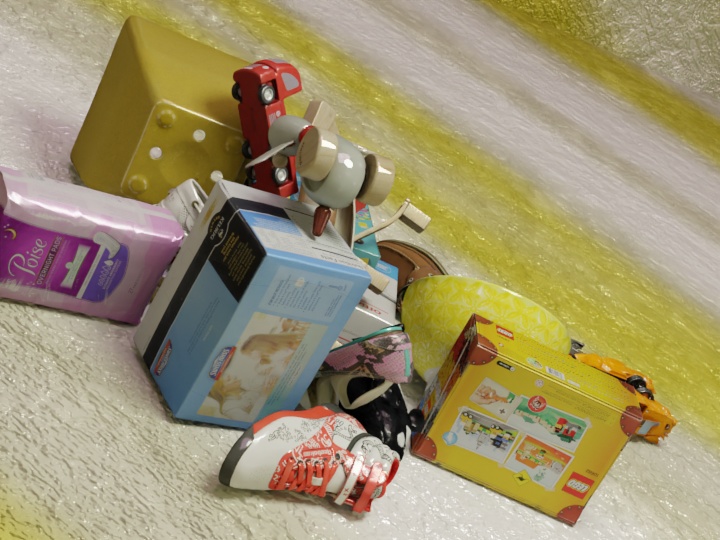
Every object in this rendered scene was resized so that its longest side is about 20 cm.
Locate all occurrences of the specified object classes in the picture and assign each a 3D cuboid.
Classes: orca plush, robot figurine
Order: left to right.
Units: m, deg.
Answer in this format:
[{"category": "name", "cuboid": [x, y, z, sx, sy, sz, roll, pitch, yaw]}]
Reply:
[{"category": "orca plush", "cuboid": [0.025, 0.116, 1.608, 0.105, 0.071, 0.200, 16, 40, 3]}, {"category": "robot figurine", "cuboid": [0.291, 0.147, 1.922, 0.200, 0.058, 0.145, 20, 24, -22]}]

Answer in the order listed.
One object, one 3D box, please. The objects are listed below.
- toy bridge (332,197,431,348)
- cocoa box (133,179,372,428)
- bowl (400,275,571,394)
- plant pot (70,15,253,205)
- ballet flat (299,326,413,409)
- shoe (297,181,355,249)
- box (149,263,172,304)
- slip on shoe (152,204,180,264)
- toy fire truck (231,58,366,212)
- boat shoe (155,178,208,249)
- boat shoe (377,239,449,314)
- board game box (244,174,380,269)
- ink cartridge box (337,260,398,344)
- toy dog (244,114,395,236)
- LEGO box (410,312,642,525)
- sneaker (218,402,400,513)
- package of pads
[{"category": "toy bridge", "cuboid": [0.000, 0.000, 1.701, 0.067, 0.200, 0.027, 35, -16, -4]}, {"category": "cocoa box", "cuboid": [-0.108, 0.038, 1.506, 0.133, 0.200, 0.131, 13, 27, -38]}, {"category": "bowl", "cuboid": [0.126, 0.101, 1.734, 0.200, 0.200, 0.108, 26, 66, -7]}, {"category": "plant pot", "cuboid": [-0.207, -0.147, 1.760, 0.194, 0.196, 0.200, 21, 16, -18]}, {"category": "ballet flat", "cuboid": [-0.025, 0.107, 1.564, 0.069, 0.200, 0.071, 0, 79, -46]}, {"category": "shoe", "cuboid": [-0.040, -0.038, 1.649, 0.053, 0.200, 0.070, 0, -13, 34]}, {"category": "box", "cuboid": [-0.208, 0.016, 1.648, 0.200, 0.041, 0.039, 26, 23, -9]}, {"category": "slip on shoe", "cuboid": [-0.170, -0.002, 1.705, 0.200, 0.061, 0.074, 31, 40, -26]}, {"category": "toy fire truck", "cuboid": [-0.064, -0.144, 1.699, 0.049, 0.200, 0.141, 11, 29, 41]}, {"category": "boat shoe", "cuboid": [-0.127, -0.016, 1.639, 0.200, 0.069, 0.071, 42, 17, -14]}, {"category": "boat shoe", "cuboid": [0.077, 0.028, 1.906, 0.200, 0.072, 0.068, 38, 24, 24]}, {"category": "board game box", "cuboid": [-0.063, -0.064, 1.805, 0.151, 0.047, 0.200, 18, 24, -14]}, {"category": "ink cartridge box", "cuboid": [-0.022, 0.041, 1.770, 0.116, 0.068, 0.200, 24, 24, -8]}, {"category": "toy dog", "cuboid": [-0.045, -0.091, 1.517, 0.132, 0.096, 0.200, 25, 4, -7]}, {"category": "LEGO box", "cuboid": [0.175, 0.159, 1.644, 0.200, 0.149, 0.077, 25, 23, -9]}, {"category": "sneaker", "cuboid": [-0.039, 0.185, 1.452, 0.108, 0.067, 0.201, 35, 21, 22]}, {"category": "package of pads", "cuboid": [-0.288, -0.024, 1.536, 0.200, 0.121, 0.076, 14, 26, -32]}]
